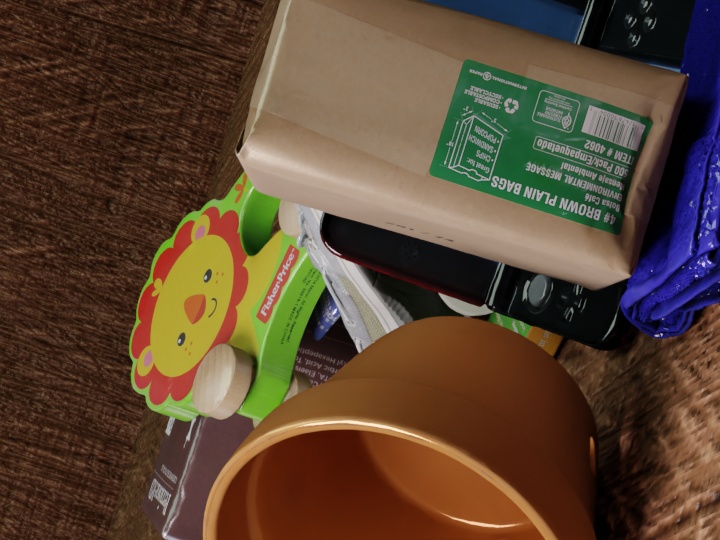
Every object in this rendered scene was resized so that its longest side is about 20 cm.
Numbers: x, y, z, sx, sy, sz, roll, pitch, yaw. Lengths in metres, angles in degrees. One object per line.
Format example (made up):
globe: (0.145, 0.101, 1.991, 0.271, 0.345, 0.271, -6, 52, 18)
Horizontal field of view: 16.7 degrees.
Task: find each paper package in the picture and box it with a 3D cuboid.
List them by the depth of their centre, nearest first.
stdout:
paper package: (0.046, -0.066, 1.219, 0.191, 0.199, 0.104, 78, -151, -88)

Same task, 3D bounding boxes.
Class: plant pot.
plant pot: (0.037, 0.117, 1.246, 0.201, 0.199, 0.140, -63, -4, 39)

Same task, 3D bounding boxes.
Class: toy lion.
toy lion: (-0.078, 0.009, 1.588, 0.201, 0.068, 0.192, -64, 33, 7)

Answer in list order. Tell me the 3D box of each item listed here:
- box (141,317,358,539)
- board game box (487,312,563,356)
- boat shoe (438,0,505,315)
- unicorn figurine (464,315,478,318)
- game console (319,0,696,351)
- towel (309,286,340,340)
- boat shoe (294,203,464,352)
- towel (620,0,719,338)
box: (-0.041, 0.106, 1.715, 0.166, 0.163, 0.201, -173, 102, -79)
board game box: (0.109, 0.013, 1.465, 0.096, 0.030, 0.201, -86, 20, -58)
boat shoe: (0.071, -0.076, 1.463, 0.072, 0.070, 0.202, -95, 4, -70)
unicorn figurine: (0.026, 0.083, 1.580, 0.074, 0.137, 0.201, 90, 166, -48)
game console: (0.089, -0.077, 1.347, 0.172, 0.118, 0.201, 20, 92, 61)
towel: (0.031, -0.060, 1.589, 0.200, 0.024, 0.145, -48, 23, 22)
boat shoe: (0.001, -0.001, 1.470, 0.064, 0.202, 0.075, -6, 44, 31)
towel: (0.176, -0.076, 1.192, 0.148, 0.049, 0.201, 138, 149, -69)
